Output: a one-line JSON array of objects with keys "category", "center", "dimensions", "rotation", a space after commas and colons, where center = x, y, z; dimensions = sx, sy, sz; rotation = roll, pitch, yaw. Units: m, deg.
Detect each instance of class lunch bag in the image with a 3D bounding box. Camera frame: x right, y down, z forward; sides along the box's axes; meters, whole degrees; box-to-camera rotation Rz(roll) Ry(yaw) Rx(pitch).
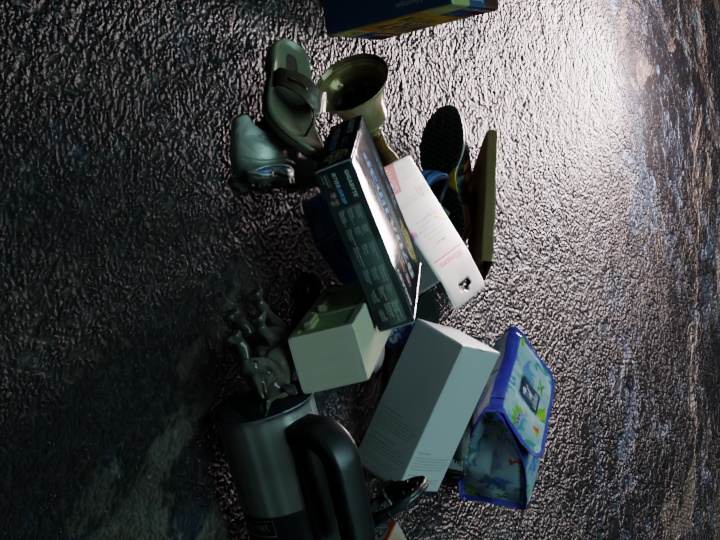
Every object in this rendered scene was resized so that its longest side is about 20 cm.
[{"category": "lunch bag", "center": [0.207, 0.208, 1.629], "dimensions": [0.171, 0.125, 0.202], "rotation": [-68, 157, -48]}]

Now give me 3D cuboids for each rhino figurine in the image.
[{"category": "rhino figurine", "center": [-0.102, 0.092, 1.216], "dimensions": [0.088, 0.059, 0.200], "rotation": [58, 5, -18]}]

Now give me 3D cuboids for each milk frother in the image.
[{"category": "milk frother", "center": [-0.038, 0.213, 1.260], "dimensions": [0.200, 0.178, 0.191], "rotation": [-35, 114, -58]}]

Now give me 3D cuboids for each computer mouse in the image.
[{"category": "computer mouse", "center": [-0.018, 0.082, 1.431], "dimensions": [0.199, 0.043, 0.112], "rotation": [26, 62, -52]}]

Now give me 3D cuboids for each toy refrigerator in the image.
[{"category": "toy refrigerator", "center": [-0.019, 0.065, 1.278], "dimensions": [0.200, 0.075, 0.071], "rotation": [-56, 131, -72]}]

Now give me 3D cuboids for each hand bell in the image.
[{"category": "hand bell", "center": [0.020, -0.176, 1.514], "dimensions": [0.201, 0.103, 0.105], "rotation": [62, 38, -45]}]

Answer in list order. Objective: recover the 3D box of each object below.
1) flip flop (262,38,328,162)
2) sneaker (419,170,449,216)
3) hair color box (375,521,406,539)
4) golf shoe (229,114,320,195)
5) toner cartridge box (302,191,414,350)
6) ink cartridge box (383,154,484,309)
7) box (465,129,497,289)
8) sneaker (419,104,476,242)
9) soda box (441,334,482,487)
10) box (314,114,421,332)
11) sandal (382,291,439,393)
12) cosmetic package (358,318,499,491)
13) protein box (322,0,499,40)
[{"category": "flip flop", "center": [-0.069, -0.208, 1.335], "dimensions": [0.081, 0.057, 0.202], "rotation": [30, 37, -33]}, {"category": "sneaker", "center": [0.074, -0.057, 1.569], "dimensions": [0.066, 0.077, 0.202], "rotation": [51, 46, -41]}, {"category": "hair color box", "center": [0.005, 0.417, 1.389], "dimensions": [0.112, 0.063, 0.201], "rotation": [62, 37, -27]}, {"category": "golf shoe", "center": [-0.080, -0.142, 1.354], "dimensions": [0.199, 0.077, 0.099], "rotation": [-4, 82, -58]}, {"category": "toner cartridge box", "center": [0.000, 0.000, 1.436], "dimensions": [0.201, 0.043, 0.095], "rotation": [55, 8, -37]}, {"category": "ink cartridge box", "center": [0.070, -0.037, 1.476], "dimensions": [0.202, 0.067, 0.116], "rotation": [58, 32, 1]}, {"category": "box", "center": [0.181, -0.084, 1.707], "dimensions": [0.164, 0.021, 0.203], "rotation": [100, -4, -72]}, {"category": "sneaker", "center": [0.135, -0.139, 1.696], "dimensions": [0.090, 0.069, 0.204], "rotation": [7, 80, -68]}, {"category": "soda box", "center": [0.122, 0.190, 1.585], "dimensions": [0.071, 0.062, 0.203], "rotation": [109, -7, -64]}, {"category": "box", "center": [0.012, -0.056, 1.289], "dimensions": [0.159, 0.045, 0.202], "rotation": [-77, 147, -66]}, {"category": "sandal", "center": [0.077, 0.106, 1.568], "dimensions": [0.076, 0.047, 0.202], "rotation": [57, 41, -35]}, {"category": "cosmetic package", "center": [0.086, 0.174, 1.462], "dimensions": [0.107, 0.084, 0.203], "rotation": [19, 96, -54]}, {"category": "protein box", "center": [0.054, -0.423, 1.494], "dimensions": [0.134, 0.196, 0.204], "rotation": [-14, 96, -56]}]
